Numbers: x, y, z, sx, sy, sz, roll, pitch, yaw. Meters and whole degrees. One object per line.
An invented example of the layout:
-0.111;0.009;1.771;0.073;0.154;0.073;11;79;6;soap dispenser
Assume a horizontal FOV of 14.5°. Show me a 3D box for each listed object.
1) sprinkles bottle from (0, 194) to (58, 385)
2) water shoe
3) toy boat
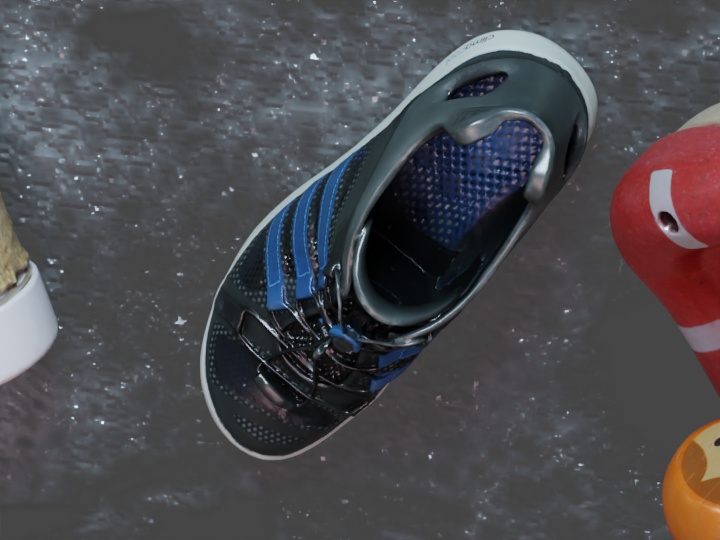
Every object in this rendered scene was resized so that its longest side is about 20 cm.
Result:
-0.169;-0.053;0.984;0.068;0.068;0.200;-10;113;21;sprinkles bottle
0.000;0.000;0.957;0.071;0.079;0.200;36;120;-4;water shoe
0.144;0.046;0.893;0.130;0.131;0.200;-7;119;55;toy boat
